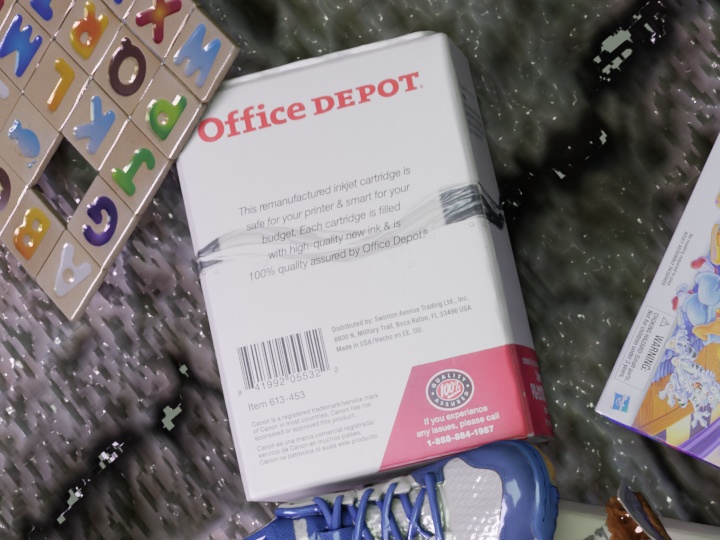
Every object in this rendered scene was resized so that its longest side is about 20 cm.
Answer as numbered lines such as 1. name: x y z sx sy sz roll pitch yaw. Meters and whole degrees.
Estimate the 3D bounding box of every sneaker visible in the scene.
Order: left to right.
1. sneaker: 0.004 0.134 1.317 0.200 0.088 0.076 -33 56 38

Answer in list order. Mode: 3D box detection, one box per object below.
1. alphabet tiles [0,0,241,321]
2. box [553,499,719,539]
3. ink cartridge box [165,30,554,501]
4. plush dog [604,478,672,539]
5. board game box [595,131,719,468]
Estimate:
1. alphabet tiles: -0.159 -0.102 1.407 0.200 0.008 0.168 45 115 29
2. box: 0.153 0.160 1.338 0.199 0.068 0.083 8 88 12
3. ink cartridge box: 0.000 0.000 1.374 0.144 0.084 0.201 -14 83 10
4. plush dog: 0.089 0.200 1.248 0.171 0.200 0.161 -35 54 5
5. board game box: 0.205 -0.001 1.221 0.134 0.045 0.201 24 88 18
